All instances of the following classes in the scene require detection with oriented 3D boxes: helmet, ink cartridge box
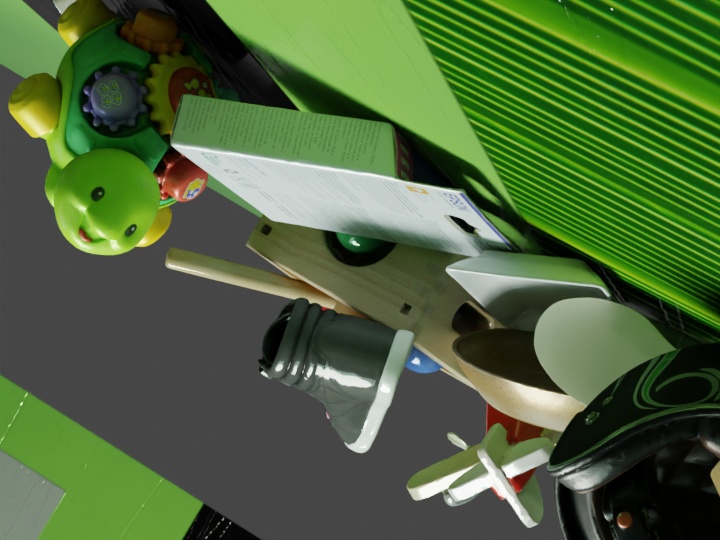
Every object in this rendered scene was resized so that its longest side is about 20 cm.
[{"bbox_3d":[0.205,0.134,1.334,0.199,0.201,0.191,31,-168,9],"label":"helmet"},{"bbox_3d":[0.003,-0.058,1.496,0.199,0.044,0.196,9,169,19],"label":"ink cartridge box"}]

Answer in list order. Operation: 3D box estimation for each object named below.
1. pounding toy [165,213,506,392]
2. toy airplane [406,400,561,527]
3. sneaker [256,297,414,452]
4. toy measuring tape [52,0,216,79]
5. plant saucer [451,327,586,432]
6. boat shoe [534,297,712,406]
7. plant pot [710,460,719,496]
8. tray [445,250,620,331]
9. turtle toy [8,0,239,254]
[{"bbox_3d":[0.000,0.000,1.681,0.184,0.143,0.200,29,176,30],"label":"pounding toy"},{"bbox_3d":[0.145,0.130,1.847,0.141,0.199,0.200,44,169,-30],"label":"toy airplane"},{"bbox_3d":[-0.022,0.069,1.619,0.099,0.071,0.200,21,162,2],"label":"sneaker"},{"bbox_3d":[-0.159,-0.153,1.665,0.200,0.074,0.073,52,166,-31],"label":"toy measuring tape"},{"bbox_3d":[0.160,0.082,1.605,0.199,0.036,0.200,7,-169,-1],"label":"plant saucer"},{"bbox_3d":[0.204,0.071,1.480,0.199,0.072,0.062,19,-177,31],"label":"boat shoe"},{"bbox_3d":[0.274,0.139,1.128,0.200,0.186,0.186,44,180,12],"label":"plant pot"},{"bbox_3d":[0.131,0.017,1.570,0.107,0.022,0.200,5,169,17],"label":"tray"},{"bbox_3d":[-0.150,-0.089,1.513,0.101,0.201,0.146,-13,129,41],"label":"turtle toy"}]
